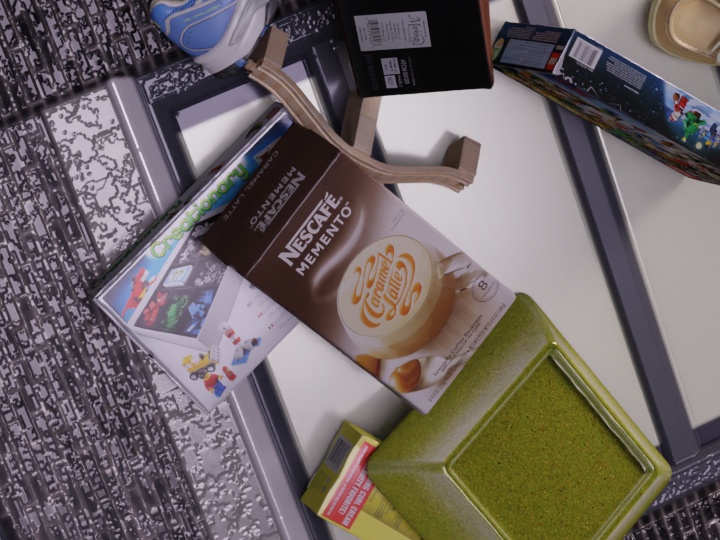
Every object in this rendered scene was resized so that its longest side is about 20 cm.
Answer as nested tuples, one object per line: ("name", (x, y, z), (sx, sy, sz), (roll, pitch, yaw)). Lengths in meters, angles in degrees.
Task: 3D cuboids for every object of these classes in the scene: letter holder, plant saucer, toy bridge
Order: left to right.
("toy bridge", (-0.001, -0.105, 1.597), (0.199, 0.027, 0.068), (27, 55, -24))
("letter holder", (0.034, -0.240, 1.532), (0.100, 0.200, 0.143), (-4, 57, 7))
("plant saucer", (0.135, 0.151, 1.657), (0.200, 0.048, 0.200), (49, 66, -13))

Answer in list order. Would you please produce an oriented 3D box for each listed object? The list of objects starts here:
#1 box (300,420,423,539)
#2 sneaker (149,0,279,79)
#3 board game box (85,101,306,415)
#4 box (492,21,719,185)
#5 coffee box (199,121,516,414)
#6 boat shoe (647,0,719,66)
("box", (0.058, 0.194, 1.677), (0.200, 0.050, 0.075), (32, 89, -19))
("sneaker", (-0.077, -0.239, 1.547), (0.077, 0.076, 0.201), (29, 86, -18))
("board game box", (-0.087, -0.009, 1.605), (0.200, 0.035, 0.126), (-45, 109, -6))
("box", (0.204, -0.121, 1.623), (0.199, 0.137, 0.038), (27, 89, -19))
("coffee box", (0.000, 0.000, 1.571), (0.200, 0.080, 0.115), (37, 90, -34))
("boat shoe", (0.320, -0.187, 1.686), (0.200, 0.063, 0.074), (7, 97, -18))
